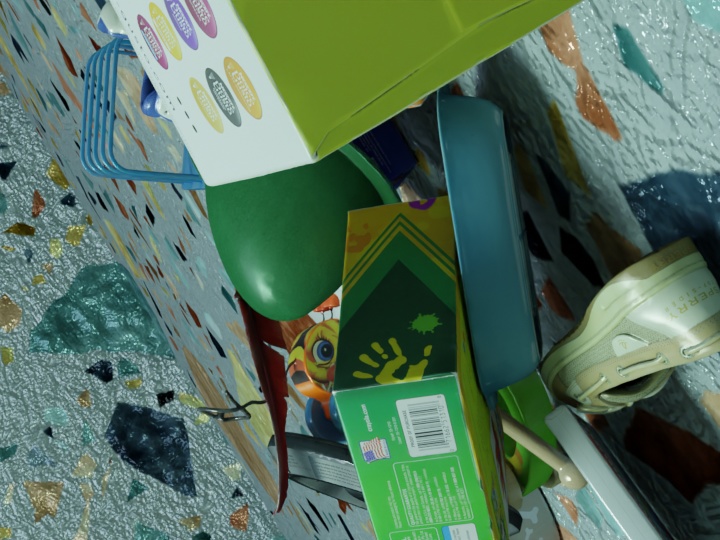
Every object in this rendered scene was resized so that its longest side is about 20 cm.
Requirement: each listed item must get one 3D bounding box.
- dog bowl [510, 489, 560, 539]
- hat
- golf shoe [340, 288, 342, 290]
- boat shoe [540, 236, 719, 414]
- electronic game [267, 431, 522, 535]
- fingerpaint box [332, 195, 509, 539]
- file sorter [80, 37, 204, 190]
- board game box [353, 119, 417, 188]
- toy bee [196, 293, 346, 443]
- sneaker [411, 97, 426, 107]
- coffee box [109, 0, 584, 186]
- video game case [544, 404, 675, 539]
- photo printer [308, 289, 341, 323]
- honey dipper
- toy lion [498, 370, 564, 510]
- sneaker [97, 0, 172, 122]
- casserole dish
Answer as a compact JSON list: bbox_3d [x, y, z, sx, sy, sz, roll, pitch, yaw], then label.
[{"bbox_3d":[0.108,0.209,1.262,0.200,0.058,0.200,54,164,23],"label":"dog bowl"},{"bbox_3d":[-0.072,0.012,0.887,0.199,0.176,0.166,34,151,-3],"label":"hat"},{"bbox_3d":[0.000,0.000,1.033,0.199,0.075,0.092,28,142,35],"label":"golf shoe"},{"bbox_3d":[0.157,0.049,0.787,0.063,0.073,0.201,58,160,17],"label":"boat shoe"},{"bbox_3d":[0.025,0.160,1.041,0.199,0.042,0.200,18,167,4],"label":"electronic game"},{"bbox_3d":[0.040,0.086,0.838,0.167,0.073,0.201,-86,-16,-52],"label":"fingerpaint box"},{"bbox_3d":[-0.191,-0.152,1.320,0.200,0.122,0.140,-172,86,-71],"label":"file sorter"},{"bbox_3d":[-0.039,-0.140,1.102,0.201,0.045,0.134,58,164,4],"label":"board game box"},{"bbox_3d":[-0.008,0.076,1.049,0.130,0.109,0.199,-6,159,45],"label":"toy bee"},{"bbox_3d":[-0.032,-0.182,0.799,0.199,0.113,0.078,24,175,-22],"label":"sneaker"},{"bbox_3d":[-0.015,-0.179,0.659,0.201,0.199,0.198,62,164,-10],"label":"coffee box"},{"bbox_3d":[0.175,0.155,0.890,0.143,0.017,0.200,55,-175,16],"label":"video game case"},{"bbox_3d":[-0.027,-0.011,1.257,0.200,0.069,0.167,44,159,44],"label":"photo printer"},{"bbox_3d":[0.078,0.088,0.968,0.200,0.038,0.038,36,162,5],"label":"honey dipper"},{"bbox_3d":[0.083,0.063,1.084,0.200,0.068,0.192,47,153,37],"label":"toy lion"},{"bbox_3d":[-0.111,-0.124,0.989,0.201,0.088,0.075,58,169,-23],"label":"sneaker"},{"bbox_3d":[0.080,-0.019,0.832,0.121,0.039,0.202,-23,-75,-80],"label":"casserole dish"}]
